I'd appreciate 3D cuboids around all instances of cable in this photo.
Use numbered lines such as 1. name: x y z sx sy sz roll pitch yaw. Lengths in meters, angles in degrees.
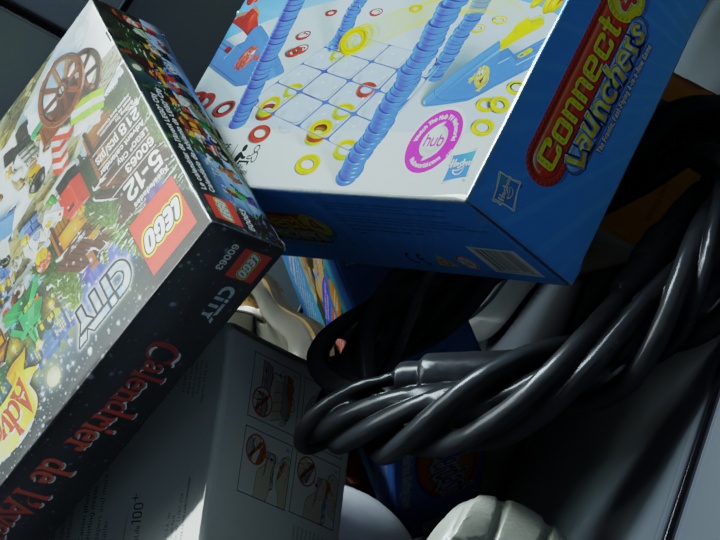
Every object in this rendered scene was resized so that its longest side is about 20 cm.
1. cable: 0.063 0.011 0.744 0.200 0.051 0.163 -37 26 -2

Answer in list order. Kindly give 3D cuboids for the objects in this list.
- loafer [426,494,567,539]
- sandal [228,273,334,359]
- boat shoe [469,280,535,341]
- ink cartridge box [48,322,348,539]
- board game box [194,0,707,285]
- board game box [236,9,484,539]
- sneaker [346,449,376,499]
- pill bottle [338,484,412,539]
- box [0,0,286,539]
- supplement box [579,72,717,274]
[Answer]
1. loafer: 0.009 0.164 0.670 0.200 0.070 0.070 -55 -5 -30
2. sandal: -0.059 0.047 0.969 0.200 0.055 0.082 -146 55 -70
3. boat shoe: 0.075 -0.025 1.133 0.072 0.066 0.200 -64 4 -26
4. ink cartridge box: -0.104 0.134 0.823 0.176 0.084 0.200 -8 65 37
5. board game box: 0.035 -0.098 0.776 0.200 0.056 0.196 6 64 52
6. board game box: 0.000 0.000 0.919 0.152 0.045 0.200 89 161 -63
7. sneaker: 0.001 0.120 1.053 0.098 0.071 0.201 -11 -62 -38
8. pill bottle: -0.044 0.138 0.923 0.200 0.111 0.111 15 76 60
9. box: -0.124 0.015 0.795 0.200 0.038 0.137 -50 45 20
10. supplement box: 0.074 -0.061 0.936 0.074 0.126 0.200 -62 4 -6
